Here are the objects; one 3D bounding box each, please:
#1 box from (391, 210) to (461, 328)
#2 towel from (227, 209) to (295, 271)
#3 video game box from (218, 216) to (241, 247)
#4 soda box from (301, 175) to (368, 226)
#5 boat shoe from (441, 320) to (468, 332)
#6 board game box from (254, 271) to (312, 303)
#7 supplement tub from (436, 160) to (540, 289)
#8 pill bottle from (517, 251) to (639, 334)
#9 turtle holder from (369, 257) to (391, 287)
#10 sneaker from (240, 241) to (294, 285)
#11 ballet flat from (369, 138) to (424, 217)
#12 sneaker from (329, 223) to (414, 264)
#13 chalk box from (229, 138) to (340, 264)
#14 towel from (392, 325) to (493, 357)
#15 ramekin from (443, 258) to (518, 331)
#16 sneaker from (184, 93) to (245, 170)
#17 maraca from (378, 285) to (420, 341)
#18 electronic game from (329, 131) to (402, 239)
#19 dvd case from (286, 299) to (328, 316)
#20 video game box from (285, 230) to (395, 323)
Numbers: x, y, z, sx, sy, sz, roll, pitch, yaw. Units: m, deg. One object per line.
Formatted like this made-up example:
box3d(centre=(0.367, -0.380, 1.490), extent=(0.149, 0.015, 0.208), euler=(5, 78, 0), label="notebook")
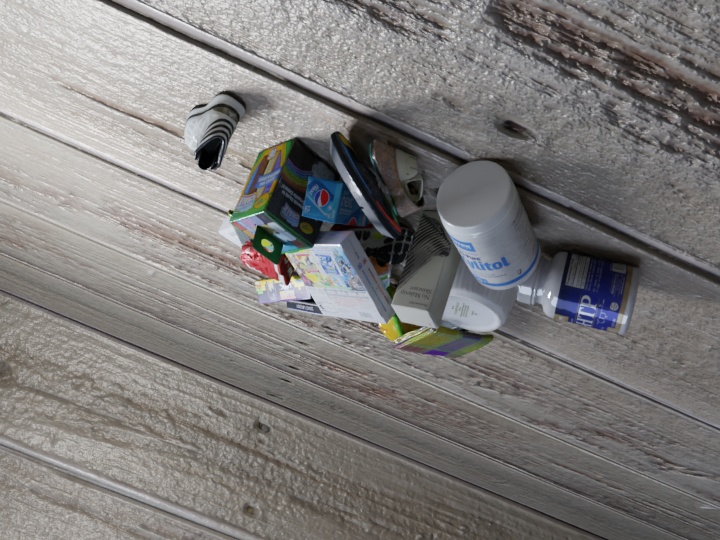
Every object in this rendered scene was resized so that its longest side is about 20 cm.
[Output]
box3d(centre=(0.128, -0.004, 1.362), extent=(0.080, 0.204, 0.069), euler=(7, 153, 27), label="box")
box3d(centre=(-0.195, -0.058, 1.591), extent=(0.140, 0.023, 0.201), euler=(12, 153, 20), label="towel")
box3d(centre=(-0.192, -0.071, 1.661), extent=(0.181, 0.048, 0.198), euler=(38, 151, -28), label="video game box")
box3d(centre=(-0.035, -0.118, 1.313), extent=(0.063, 0.070, 0.199), euler=(13, -175, 16), label="soda box")
box3d(centre=(0.220, 0.113, 1.708), extent=(0.067, 0.076, 0.198), euler=(15, 151, -36), label="boat shoe")
box3d(centre=(-0.119, 0.029, 1.709), extent=(0.163, 0.058, 0.197), euler=(-16, -174, -42), label="board game box")
box3d(centre=(0.215, -0.070, 1.239), extent=(0.129, 0.135, 0.200), euler=(4, 153, 32), label="supplement tub")
box3d(centre=(0.385, 0.033, 1.334), extent=(0.195, 0.122, 0.120), euler=(13, 156, 17), label="pill bottle")
box3d(centre=(-0.001, 0.005, 1.562), extent=(0.128, 0.143, 0.189), euler=(3, 133, 2), label="turtle holder")
box3d(centre=(-0.200, -0.034, 1.526), extent=(0.113, 0.080, 0.201), euler=(15, 153, 8), label="sneaker")
box3d(centre=(0.069, -0.162, 1.266), extent=(0.065, 0.070, 0.200), euler=(-8, 154, 14), label="ballet flat")
box3d(centre=(0.025, -0.066, 1.455), extent=(0.197, 0.079, 0.085), euler=(6, -157, -40), label="sneaker")
box3d(centre=(-0.145, -0.111, 1.357), extent=(0.124, 0.204, 0.122), euler=(36, 153, -32), label="chalk box")
box3d(centre=(0.184, 0.156, 1.659), extent=(0.196, 0.023, 0.143), euler=(13, 151, -35), label="towel")
box3d(centre=(0.224, 0.047, 1.528), extent=(0.197, 0.096, 0.203), euler=(17, 157, 7), label="ramekin")
box3d(centre=(-0.281, -0.228, 1.326), extent=(0.075, 0.118, 0.199), euler=(30, 155, -24), label="sneaker")
box3d(centre=(0.084, 0.093, 1.714), extent=(0.105, 0.139, 0.201), euler=(-23, 136, 10), label="maraca")
box3d(centre=(0.011, -0.139, 1.224), extent=(0.041, 0.202, 0.200), euler=(-32, 138, 9), label="electronic game")
box3d(centre=(-0.058, 0.069, 1.661), extent=(0.147, 0.025, 0.198), euler=(-12, -171, -31), label="dvd case")
box3d(centre=(-0.044, 0.010, 1.406), extent=(0.198, 0.047, 0.184), euler=(4, 134, 50), label="video game box")
